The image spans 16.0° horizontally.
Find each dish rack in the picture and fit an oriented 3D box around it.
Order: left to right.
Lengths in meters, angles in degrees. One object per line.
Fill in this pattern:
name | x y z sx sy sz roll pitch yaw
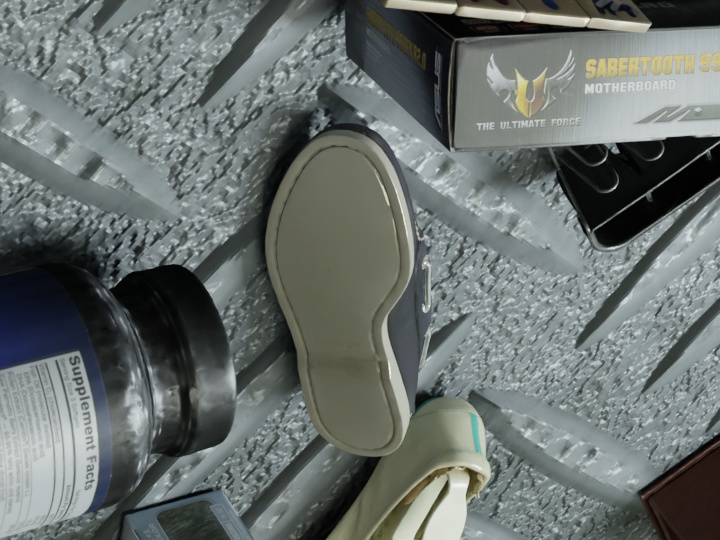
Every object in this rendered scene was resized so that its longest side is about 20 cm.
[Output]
dish rack | 0.139 -0.114 1.214 0.153 0.055 0.200 -36 142 -4

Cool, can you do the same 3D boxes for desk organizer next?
desk organizer | 0.277 0.120 1.545 0.200 0.077 0.072 -35 142 -4

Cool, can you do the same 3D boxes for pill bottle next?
pill bottle | -0.160 0.060 1.105 0.199 0.112 0.112 -14 137 -28

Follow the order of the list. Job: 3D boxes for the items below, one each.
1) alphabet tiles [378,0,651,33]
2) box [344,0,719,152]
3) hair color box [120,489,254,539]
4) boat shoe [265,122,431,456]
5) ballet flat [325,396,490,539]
alphabet tiles | 0.047 -0.147 1.012 0.199 0.167 0.008 0 130 -39
box | 0.108 -0.098 1.080 0.199 0.158 0.049 -3 110 -15
hair color box | -0.090 0.223 1.339 0.060 0.099 0.201 -14 136 -27
boat shoe | 0.000 0.000 1.234 0.063 0.072 0.201 -64 158 -44
ballet flat | 0.011 0.158 1.381 0.069 0.070 0.200 5 126 -41
